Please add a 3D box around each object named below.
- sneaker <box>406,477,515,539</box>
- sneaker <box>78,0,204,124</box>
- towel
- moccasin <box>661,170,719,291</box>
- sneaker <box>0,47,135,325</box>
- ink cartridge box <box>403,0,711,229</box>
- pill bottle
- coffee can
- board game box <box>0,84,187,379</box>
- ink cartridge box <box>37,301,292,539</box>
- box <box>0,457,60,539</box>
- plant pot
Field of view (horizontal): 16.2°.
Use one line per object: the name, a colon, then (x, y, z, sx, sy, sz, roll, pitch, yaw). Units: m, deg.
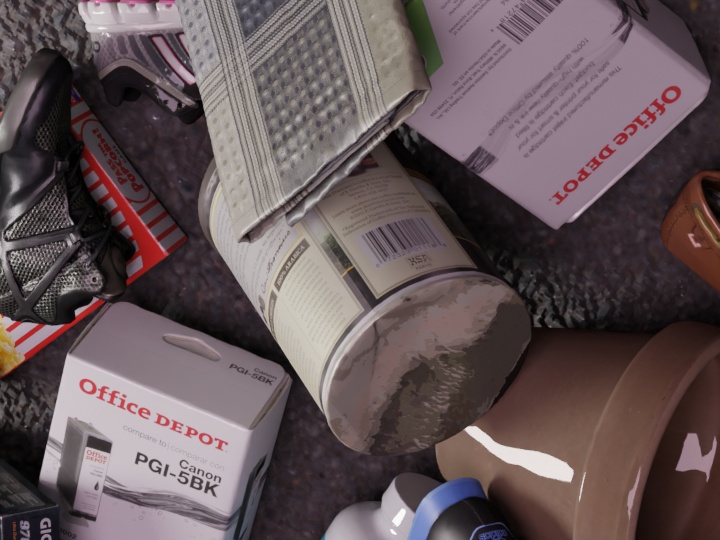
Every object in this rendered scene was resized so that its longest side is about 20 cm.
sneaker: (0.059, 0.230, 1.658, 0.070, 0.078, 0.200, -11, 135, -23)
sneaker: (-0.096, -0.143, 1.714, 0.199, 0.074, 0.088, 4, 106, 20)
towel: (-0.035, -0.139, 1.567, 0.192, 0.034, 0.201, -38, 55, 39)
moccasin: (0.290, 0.006, 1.633, 0.201, 0.074, 0.078, 43, 154, 7)
sneaker: (-0.198, -0.050, 1.719, 0.114, 0.076, 0.200, 17, 112, 8)
ink cartridge box: (0.100, -0.141, 1.607, 0.200, 0.084, 0.145, 34, 115, -29)
pill bottle: (0.005, 0.239, 1.772, 0.111, 0.111, 0.200, 33, 112, 5)
coffee can: (0.000, 0.000, 1.636, 0.147, 0.146, 0.200, -54, 46, 22)
board game box: (-0.246, -0.023, 1.803, 0.200, 0.046, 0.152, -36, 94, 21)
ink cartridge box: (-0.146, 0.143, 1.783, 0.146, 0.083, 0.201, 21, 122, 10)
box: (-0.271, 0.213, 1.811, 0.046, 0.200, 0.160, -9, 108, -28)
plant pot: (0.151, 0.112, 1.671, 0.174, 0.200, 0.201, 19, 111, 30)
